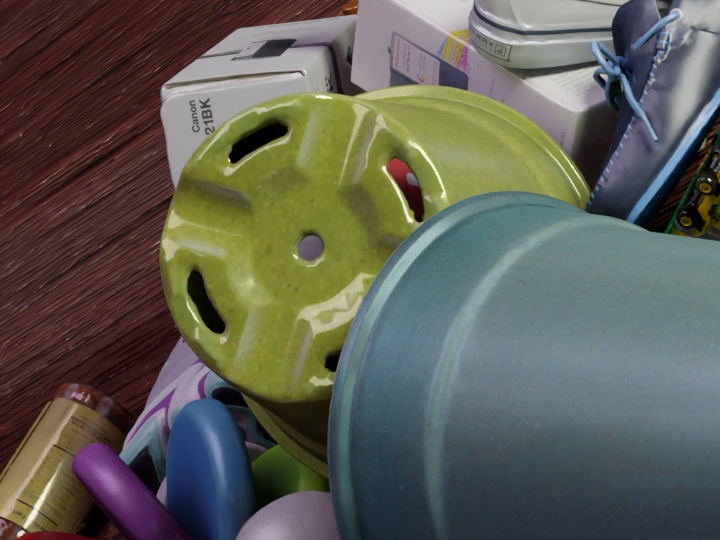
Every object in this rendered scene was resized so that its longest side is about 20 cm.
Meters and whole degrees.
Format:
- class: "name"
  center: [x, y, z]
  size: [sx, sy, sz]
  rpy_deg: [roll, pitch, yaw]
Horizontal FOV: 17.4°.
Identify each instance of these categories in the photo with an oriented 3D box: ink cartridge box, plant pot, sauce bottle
- class: "ink cartridge box"
  center: [0.077, -0.117, 1.234]
  size: [0.117, 0.068, 0.200]
  rpy_deg: [-25, 47, -36]
- class: "plant pot"
  center: [0.000, 0.000, 1.055]
  size: [0.200, 0.200, 0.184]
  rpy_deg: [-43, -15, 8]
- class: "plant pot"
  center: [0.124, 0.069, 0.900]
  size: [0.196, 0.200, 0.201]
  rpy_deg: [2, 53, 51]
- class: "ink cartridge box"
  center: [-0.042, -0.055, 1.319]
  size: [0.083, 0.145, 0.200]
  rpy_deg: [-6, 13, 11]
- class: "sauce bottle"
  center: [-0.209, 0.164, 1.446]
  size: [0.066, 0.066, 0.200]
  rpy_deg: [-8, 45, 55]

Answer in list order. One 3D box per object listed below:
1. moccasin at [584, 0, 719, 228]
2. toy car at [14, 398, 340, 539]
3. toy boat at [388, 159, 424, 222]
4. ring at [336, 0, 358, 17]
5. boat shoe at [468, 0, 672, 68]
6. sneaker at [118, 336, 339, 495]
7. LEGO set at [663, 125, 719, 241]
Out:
- class: "moccasin"
  center: [0.148, -0.103, 1.116]
  size: [0.200, 0.068, 0.081]
  rpy_deg: [-59, -6, -23]
- class: "toy car"
  center: [-0.097, 0.151, 1.171]
  size: [0.200, 0.150, 0.175]
  rpy_deg: [-50, 23, -7]
- class: "toy boat"
  center: [0.060, -0.012, 1.234]
  size: [0.130, 0.131, 0.200]
  rpy_deg: [-9, 34, 9]
- class: "ring"
  center: [0.076, -0.174, 1.447]
  size: [0.200, 0.019, 0.201]
  rpy_deg: [-15, 26, 8]
- class: "boat shoe"
  center: [0.148, -0.147, 1.173]
  size: [0.199, 0.067, 0.074]
  rpy_deg: [-16, 42, -29]
- class: "sneaker"
  center: [-0.060, 0.048, 1.360]
  size: [0.200, 0.078, 0.140]
  rpy_deg: [-30, 29, 33]
- class: "LEGO set"
  center: [0.221, -0.054, 1.050]
  size: [0.200, 0.116, 0.154]
  rpy_deg: [-55, -9, -52]
